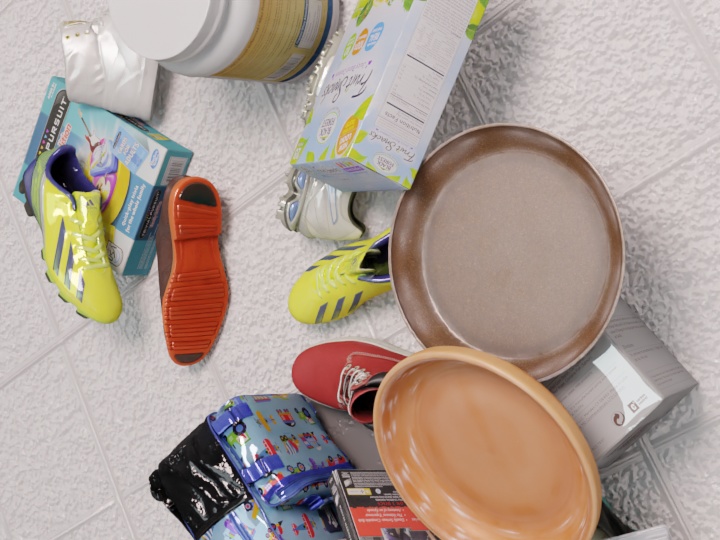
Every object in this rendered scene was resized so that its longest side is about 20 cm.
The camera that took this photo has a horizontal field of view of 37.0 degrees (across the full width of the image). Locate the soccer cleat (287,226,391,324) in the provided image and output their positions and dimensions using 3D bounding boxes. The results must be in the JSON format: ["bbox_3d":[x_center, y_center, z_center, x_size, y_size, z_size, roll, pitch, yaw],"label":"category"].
[{"bbox_3d":[0.000,-0.001,1.013,0.198,0.083,0.066,-23,80,30],"label":"soccer cleat"}]

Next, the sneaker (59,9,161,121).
[{"bbox_3d":[-0.265,-0.271,1.153,0.114,0.074,0.203,10,98,-5],"label":"sneaker"}]

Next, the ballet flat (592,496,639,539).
[{"bbox_3d":[0.201,0.232,0.901,0.200,0.068,0.068,44,157,28],"label":"ballet flat"}]

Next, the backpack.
[{"bbox_3d":[-0.073,0.231,1.004,0.135,0.182,0.201,-45,63,17],"label":"backpack"}]

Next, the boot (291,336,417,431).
[{"bbox_3d":[-0.006,0.105,0.985,0.198,0.144,0.074,5,94,32],"label":"boot"}]

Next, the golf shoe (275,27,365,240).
[{"bbox_3d":[-0.013,-0.126,1.040,0.096,0.078,0.203,15,102,10],"label":"golf shoe"}]

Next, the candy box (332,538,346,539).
[{"bbox_3d":[0.014,0.296,0.942,0.055,0.198,0.117,11,97,53],"label":"candy box"}]

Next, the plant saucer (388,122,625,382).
[{"bbox_3d":[0.113,-0.012,0.838,0.198,0.032,0.204,0,91,31],"label":"plant saucer"}]

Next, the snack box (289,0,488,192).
[{"bbox_3d":[0.025,-0.171,0.925,0.203,0.067,0.168,-68,20,-5],"label":"snack box"}]

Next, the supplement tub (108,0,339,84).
[{"bbox_3d":[-0.125,-0.254,1.013,0.143,0.199,0.147,4,97,30],"label":"supplement tub"}]

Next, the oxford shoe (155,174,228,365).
[{"bbox_3d":[-0.185,-0.001,1.150,0.072,0.070,0.203,18,105,59],"label":"oxford shoe"}]

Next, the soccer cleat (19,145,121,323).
[{"bbox_3d":[-0.300,-0.041,1.147,0.083,0.064,0.202,-34,74,26],"label":"soccer cleat"}]

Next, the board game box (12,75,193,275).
[{"bbox_3d":[-0.296,-0.108,1.216,0.199,0.047,0.153,32,107,27],"label":"board game box"}]

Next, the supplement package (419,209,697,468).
[{"bbox_3d":[0.160,0.061,0.897,0.118,0.116,0.201,-48,68,23],"label":"supplement package"}]

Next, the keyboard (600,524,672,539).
[{"bbox_3d":[0.247,0.295,0.860,0.056,0.011,0.202,-16,106,22],"label":"keyboard"}]

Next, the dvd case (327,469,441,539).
[{"bbox_3d":[0.062,0.257,0.905,0.022,0.144,0.202,-56,42,35],"label":"dvd case"}]

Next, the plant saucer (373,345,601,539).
[{"bbox_3d":[0.099,0.144,0.839,0.198,0.037,0.203,21,128,30],"label":"plant saucer"}]
